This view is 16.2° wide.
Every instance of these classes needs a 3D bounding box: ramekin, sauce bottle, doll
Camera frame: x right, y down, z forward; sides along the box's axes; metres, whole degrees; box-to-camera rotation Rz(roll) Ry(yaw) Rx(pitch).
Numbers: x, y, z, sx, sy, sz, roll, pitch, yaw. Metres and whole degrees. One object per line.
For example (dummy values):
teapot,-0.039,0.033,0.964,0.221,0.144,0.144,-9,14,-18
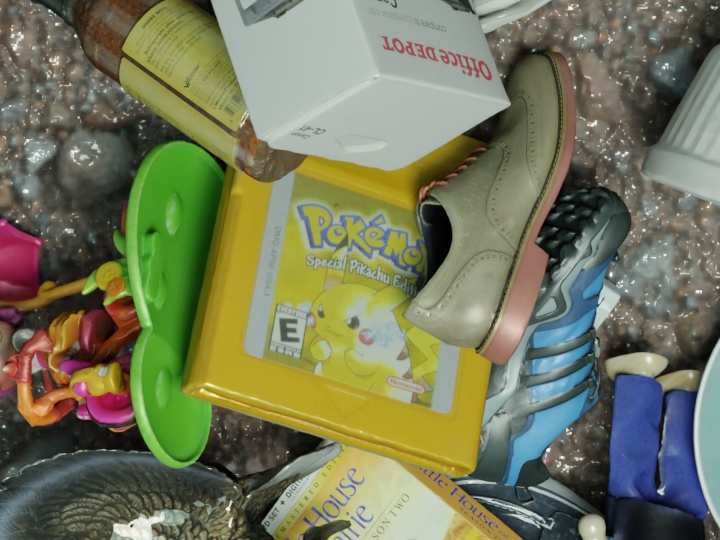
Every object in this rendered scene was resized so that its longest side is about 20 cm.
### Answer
ramekin,0.266,-0.062,1.433,0.202,0.202,0.094,21,93,-9
sauce bottle,-0.110,-0.125,1.419,0.200,0.066,0.066,38,106,22
doll,0.178,0.155,1.508,0.136,0.048,0.200,21,65,-35

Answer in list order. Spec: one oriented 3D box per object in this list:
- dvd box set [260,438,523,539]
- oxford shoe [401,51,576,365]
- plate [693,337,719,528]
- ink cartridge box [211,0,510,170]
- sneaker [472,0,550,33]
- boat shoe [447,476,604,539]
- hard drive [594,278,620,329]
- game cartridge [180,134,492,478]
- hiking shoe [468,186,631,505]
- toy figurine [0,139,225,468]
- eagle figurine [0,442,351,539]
dvd box set,0.032,0.196,1.541,0.200,0.029,0.146,40,117,7
oxford shoe,0.074,-0.048,1.439,0.075,0.200,0.070,18,149,-8
plate,0.286,0.091,1.542,0.200,0.026,0.200,-3,98,-21
ink cartridge box,-0.015,-0.166,1.359,0.086,0.148,0.200,-29,73,28
sneaker,0.051,-0.162,1.443,0.200,0.087,0.075,-28,109,8
boat shoe,0.126,0.187,1.552,0.200,0.091,0.071,24,119,-10
hard drive,0.038,0.010,1.531,0.200,0.027,0.132,34,104,-12
game cartridge,0.000,0.000,1.442,0.176,0.032,0.200,18,68,-19
hiking shoe,0.111,0.040,1.501,0.087,0.074,0.200,21,112,-24
toy figurine,-0.175,0.034,1.459,0.184,0.200,0.150,-10,142,23
eagle figurine,-0.118,0.153,1.483,0.200,0.151,0.152,25,130,7
